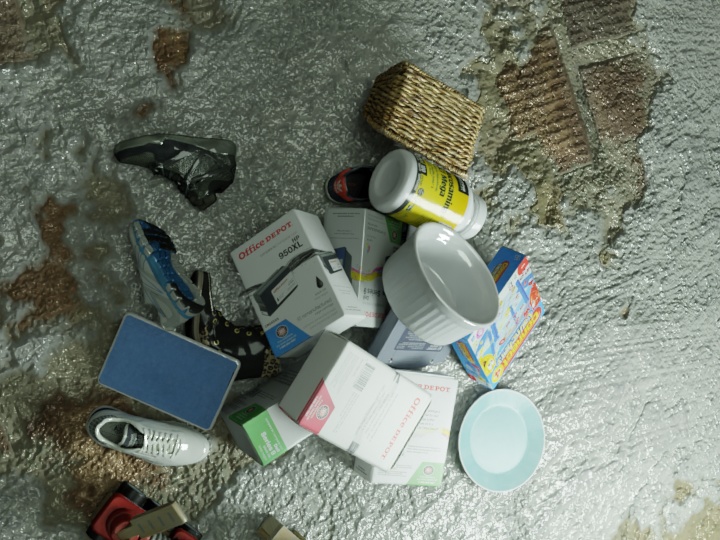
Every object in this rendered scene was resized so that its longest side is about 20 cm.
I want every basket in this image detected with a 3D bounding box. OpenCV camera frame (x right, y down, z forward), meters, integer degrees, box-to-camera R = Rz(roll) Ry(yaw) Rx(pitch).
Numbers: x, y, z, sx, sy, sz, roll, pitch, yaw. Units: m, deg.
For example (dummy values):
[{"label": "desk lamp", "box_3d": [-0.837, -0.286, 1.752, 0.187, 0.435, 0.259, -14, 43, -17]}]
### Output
[{"label": "basket", "box_3d": [0.101, -0.258, 1.389, 0.200, 0.143, 0.149, 23, 76, -26]}]

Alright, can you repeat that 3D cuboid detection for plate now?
[{"label": "plate", "box_3d": [0.273, 0.332, 1.497, 0.200, 0.026, 0.200, 2, 86, -24]}]

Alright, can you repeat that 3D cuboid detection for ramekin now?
[{"label": "ramekin", "box_3d": [0.130, 0.028, 1.277, 0.200, 0.098, 0.201, 30, 40, -28]}]

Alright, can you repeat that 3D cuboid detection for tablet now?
[{"label": "tablet", "box_3d": [-0.306, 0.162, 1.220, 0.200, 0.014, 0.130, 25, 97, -3]}]

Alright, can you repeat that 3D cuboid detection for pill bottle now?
[{"label": "pill bottle", "box_3d": [0.122, -0.126, 1.335, 0.200, 0.112, 0.113, 20, 79, -34]}]

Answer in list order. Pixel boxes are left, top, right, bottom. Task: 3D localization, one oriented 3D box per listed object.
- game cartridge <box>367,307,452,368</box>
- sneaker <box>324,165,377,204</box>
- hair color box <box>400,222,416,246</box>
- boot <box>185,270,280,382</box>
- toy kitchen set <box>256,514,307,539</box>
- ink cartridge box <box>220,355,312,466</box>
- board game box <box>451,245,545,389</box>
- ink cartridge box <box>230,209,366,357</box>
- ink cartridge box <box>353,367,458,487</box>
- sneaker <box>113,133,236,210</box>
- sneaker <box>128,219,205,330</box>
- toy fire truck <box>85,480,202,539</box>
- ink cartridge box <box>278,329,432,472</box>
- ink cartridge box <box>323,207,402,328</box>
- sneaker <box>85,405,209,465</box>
[{"label": "game cartridge", "box_3d": [0.105, 0.115, 1.371, 0.200, 0.041, 0.133, 9, 112, -47]}, {"label": "sneaker", "box_3d": [0.039, -0.161, 1.391, 0.200, 0.085, 0.075, -16, 93, -23]}, {"label": "hair color box", "box_3d": [0.112, -0.029, 1.428, 0.100, 0.061, 0.200, 13, 82, -23]}, {"label": "boot", "box_3d": [-0.212, 0.098, 1.275, 0.150, 0.073, 0.200, -2, 92, -22]}, {"label": "toy kitchen set", "box_3d": [-0.109, 0.545, 1.247, 0.200, 0.163, 0.180, 46, 72, -14]}, {"label": "ink cartridge box", "box_3d": [-0.116, 0.223, 1.270, 0.200, 0.146, 0.084, -30, 101, -21]}, {"label": "board game box", "box_3d": [0.256, 0.091, 1.432, 0.200, 0.056, 0.196, -53, 141, -16]}, {"label": "ink cartridge box", "box_3d": [-0.105, 0.022, 1.250, 0.145, 0.084, 0.200, -32, 72, 19]}, {"label": "ink cartridge box", "box_3d": [0.082, 0.278, 1.379, 0.145, 0.084, 0.200, 10, 88, -22]}, {"label": "sneaker", "box_3d": [-0.300, -0.161, 1.251, 0.199, 0.076, 0.114, 2, 80, -28]}, {"label": "sneaker", "box_3d": [-0.330, 0.009, 1.216, 0.075, 0.087, 0.200, 8, 45, -57]}, {"label": "toy fire truck", "box_3d": [-0.303, 0.403, 1.151, 0.176, 0.200, 0.129, 42, 73, -16]}, {"label": "ink cartridge box", "box_3d": [-0.004, 0.205, 1.193, 0.200, 0.085, 0.146, 36, 82, -30]}, {"label": "ink cartridge box", "box_3d": [0.000, 0.000, 1.332, 0.145, 0.087, 0.200, 14, 81, -60]}, {"label": "sneaker", "box_3d": [-0.334, 0.271, 1.211, 0.200, 0.080, 0.076, 18, 79, -23]}]
